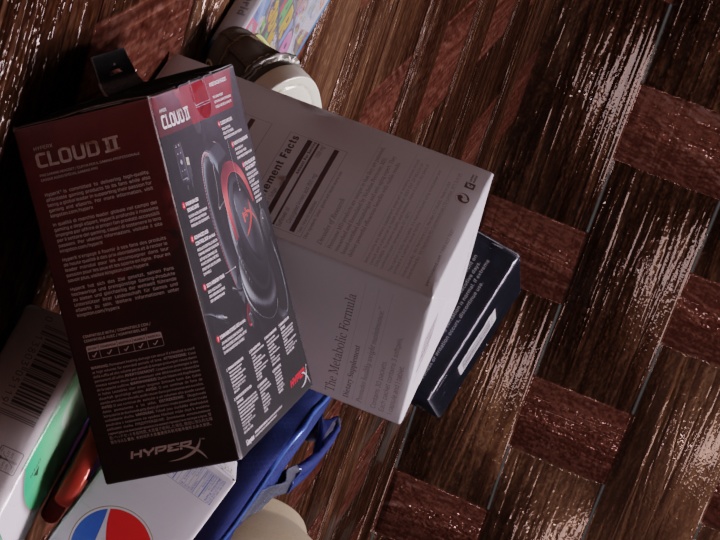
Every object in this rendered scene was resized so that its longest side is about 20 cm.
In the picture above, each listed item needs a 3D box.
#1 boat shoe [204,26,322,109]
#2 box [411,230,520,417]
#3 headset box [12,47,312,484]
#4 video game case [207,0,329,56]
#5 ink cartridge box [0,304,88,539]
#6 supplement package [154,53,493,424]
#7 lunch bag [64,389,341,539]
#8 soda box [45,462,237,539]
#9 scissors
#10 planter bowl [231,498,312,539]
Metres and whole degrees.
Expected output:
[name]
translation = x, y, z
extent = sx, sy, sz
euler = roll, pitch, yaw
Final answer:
[boat shoe]
translation = -0.062, -0.075, 1.348
extent = 0.072, 0.060, 0.202
euler = -33, 155, -18
[box]
translation = 0.000, 0.000, 1.532
extent = 0.124, 0.198, 0.200
euler = -57, 172, -4
[headset box]
translation = -0.097, -0.013, 1.086
extent = 0.149, 0.075, 0.201
euler = -44, 122, -73
[video game case]
translation = -0.055, -0.166, 1.420
extent = 0.143, 0.018, 0.200
euler = 100, 14, -54
[ink cartridge box]
translation = -0.190, 0.131, 1.195
extent = 0.200, 0.050, 0.161
euler = 91, 22, -63
[supplement package]
translation = -0.043, -0.019, 1.227
extent = 0.114, 0.199, 0.110
euler = 102, 12, -46
[lunch bag]
translation = -0.083, 0.088, 1.374
extent = 0.136, 0.132, 0.200
euler = -52, 180, 23
[soda box]
translation = -0.149, 0.170, 1.173
extent = 0.200, 0.064, 0.068
euler = -53, -176, 2
[scissors]
translation = -0.132, 0.059, 1.216
extent = 0.073, 0.014, 0.200
euler = -56, -173, 51
[planter bowl]
translation = -0.102, 0.260, 1.707
extent = 0.201, 0.199, 0.135
euler = 102, -11, -51
